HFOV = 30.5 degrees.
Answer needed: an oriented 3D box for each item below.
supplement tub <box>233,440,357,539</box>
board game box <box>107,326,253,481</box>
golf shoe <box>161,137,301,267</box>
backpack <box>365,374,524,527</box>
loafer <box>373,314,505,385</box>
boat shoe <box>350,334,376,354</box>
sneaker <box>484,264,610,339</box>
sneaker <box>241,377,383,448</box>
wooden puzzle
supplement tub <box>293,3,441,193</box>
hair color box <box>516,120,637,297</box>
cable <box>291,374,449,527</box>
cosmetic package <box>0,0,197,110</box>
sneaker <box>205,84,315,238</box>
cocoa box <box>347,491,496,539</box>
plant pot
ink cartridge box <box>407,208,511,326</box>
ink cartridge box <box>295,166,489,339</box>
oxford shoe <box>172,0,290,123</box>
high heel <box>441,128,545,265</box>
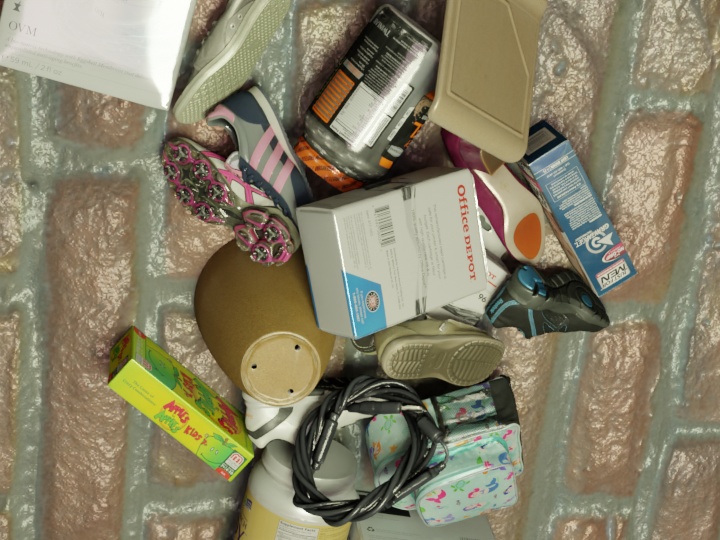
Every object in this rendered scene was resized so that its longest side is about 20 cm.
[{"bbox_3d":[-0.085,0.325,1.700,0.143,0.146,0.203,11,108,-13],"label":"supplement tub"},{"bbox_3d":[-0.222,0.165,1.641,0.200,0.102,0.048,42,99,-20],"label":"board game box"},{"bbox_3d":[-0.150,-0.089,1.577,0.199,0.092,0.073,41,123,-1],"label":"golf shoe"},{"bbox_3d":[0.108,0.235,1.687,0.197,0.152,0.178,-10,147,3],"label":"backpack"},{"bbox_3d":[0.095,0.090,1.603,0.198,0.068,0.076,9,121,-42],"label":"loafer"},{"bbox_3d":[0.001,-0.001,1.598,0.071,0.066,0.205,0,87,23],"label":"boat shoe"},{"bbox_3d":[0.237,0.047,1.671,0.198,0.074,0.082,17,128,-41],"label":"sneaker"},{"bbox_3d":[-0.057,0.181,1.675,0.197,0.074,0.081,0,99,-19],"label":"sneaker"},{"bbox_3d":[0.143,-0.243,1.506,0.184,0.037,0.203,20,78,-49],"label":"wooden puzzle"},{"bbox_3d":[0.017,-0.194,1.533,0.122,0.123,0.201,33,103,-19],"label":"supplement tub"},{"bbox_3d":[0.260,-0.076,1.627,0.060,0.100,0.201,-31,112,3],"label":"hair color box"},{"bbox_3d":[-0.003,0.216,1.590,0.198,0.164,0.051,-31,155,-6],"label":"cable"},{"bbox_3d":[-0.280,-0.307,1.444,0.196,0.123,0.203,13,107,-14],"label":"cosmetic package"},{"bbox_3d":[-0.111,-0.112,1.534,0.081,0.070,0.202,-24,77,-13],"label":"sneaker"},{"bbox_3d":[0.071,0.394,1.756,0.197,0.134,0.133,10,110,-12],"label":"cocoa box"},{"bbox_3d":[-0.102,0.075,1.575,0.183,0.200,0.189,-3,111,-9],"label":"plant pot"},{"bbox_3d":[0.106,0.011,1.653,0.115,0.068,0.201,34,102,-19],"label":"ink cartridge box"},{"bbox_3d":[0.039,-0.025,1.510,0.198,0.085,0.149,-19,105,-34],"label":"ink cartridge box"},{"bbox_3d":[-0.155,-0.255,1.522,0.058,0.075,0.201,45,111,21],"label":"oxford shoe"},{"bbox_3d":[0.165,-0.096,1.630,0.067,0.096,0.202,-34,123,-16],"label":"high heel"}]
